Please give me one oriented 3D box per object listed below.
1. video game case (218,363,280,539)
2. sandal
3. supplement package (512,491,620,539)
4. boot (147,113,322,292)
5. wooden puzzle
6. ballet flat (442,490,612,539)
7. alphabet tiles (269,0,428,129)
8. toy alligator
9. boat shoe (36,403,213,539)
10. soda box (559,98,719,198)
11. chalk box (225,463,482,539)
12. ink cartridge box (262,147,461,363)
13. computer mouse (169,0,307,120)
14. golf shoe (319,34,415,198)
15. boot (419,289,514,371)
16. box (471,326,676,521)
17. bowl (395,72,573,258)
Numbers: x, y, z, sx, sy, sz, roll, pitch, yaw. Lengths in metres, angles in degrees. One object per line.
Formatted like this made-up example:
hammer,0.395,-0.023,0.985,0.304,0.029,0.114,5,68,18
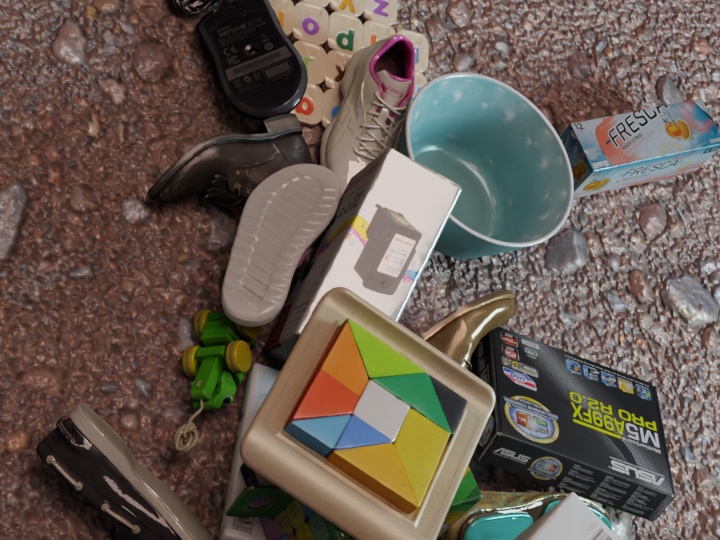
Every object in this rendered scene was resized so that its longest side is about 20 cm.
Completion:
video game case,-0.025,0.196,1.669,0.199,0.024,0.183,19,55,-16
sandal,-0.083,-0.023,1.701,0.082,0.050,0.203,21,53,9
supplement package,0.150,0.303,1.582,0.114,0.200,0.109,46,52,5
boot,-0.092,-0.053,1.759,0.199,0.069,0.175,-24,83,-28
wooden puzzle,0.013,0.129,1.534,0.185,0.037,0.200,34,51,-6
ballet flat,0.154,0.237,1.712,0.199,0.071,0.071,5,59,-36
alphabet tiles,-0.020,-0.233,1.927,0.199,0.015,0.197,12,63,-21
toy alligator,-0.129,0.095,1.660,0.054,0.059,0.201,55,38,-43
boat shoe,-0.196,0.205,1.551,0.060,0.074,0.200,-41,104,2
soda box,0.307,-0.137,2.008,0.199,0.068,0.064,-13,69,-31
chalk box,-0.019,0.193,1.581,0.199,0.125,0.124,-12,67,-32
ink cartridge box,0.000,0.000,1.681,0.083,0.146,0.201,29,74,-9
computer mouse,-0.110,-0.230,1.852,0.138,0.053,0.201,-18,63,-6
golf shoe,0.011,-0.156,1.846,0.075,0.091,0.201,18,66,-19
boot,0.084,0.087,1.739,0.200,0.074,0.076,-31,73,-28
box,0.208,0.150,1.775,0.199,0.044,0.161,21,36,-15
bowl,0.110,-0.092,1.854,0.200,0.105,0.202,15,56,-24
